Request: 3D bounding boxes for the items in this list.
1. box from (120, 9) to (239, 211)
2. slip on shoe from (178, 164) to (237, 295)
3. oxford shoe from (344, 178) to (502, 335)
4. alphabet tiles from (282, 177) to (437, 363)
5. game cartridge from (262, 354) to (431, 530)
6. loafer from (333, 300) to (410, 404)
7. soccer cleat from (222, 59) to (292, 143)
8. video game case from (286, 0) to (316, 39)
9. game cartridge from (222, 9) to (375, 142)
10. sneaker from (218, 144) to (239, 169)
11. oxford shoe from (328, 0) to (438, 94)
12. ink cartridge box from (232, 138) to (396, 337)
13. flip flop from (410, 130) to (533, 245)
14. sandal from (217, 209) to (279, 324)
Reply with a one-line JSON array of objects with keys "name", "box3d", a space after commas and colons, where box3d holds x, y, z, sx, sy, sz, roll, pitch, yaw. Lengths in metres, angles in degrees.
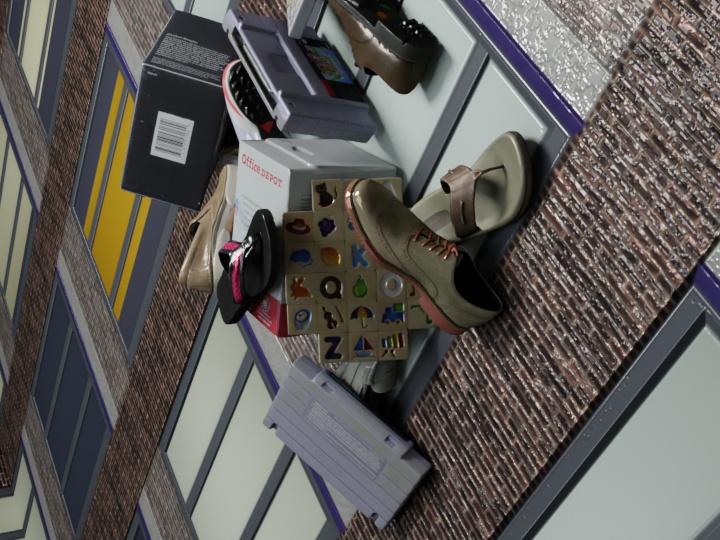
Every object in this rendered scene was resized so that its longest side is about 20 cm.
[{"name": "box", "box3d": [-0.246, -0.227, 1.450, 0.199, 0.123, 0.201, -82, 10, -56]}, {"name": "slip on shoe", "box3d": [-0.191, -0.057, 1.326, 0.076, 0.060, 0.201, 101, 173, -57]}, {"name": "oxford shoe", "box3d": [0.068, -0.023, 1.033, 0.200, 0.071, 0.075, 45, 143, -17]}, {"name": "alphabet tiles", "box3d": [0.000, 0.000, 1.127, 0.006, 0.166, 0.201, -153, 61, -82]}, {"name": "game cartridge", "box3d": [-0.018, 0.202, 1.219, 0.200, 0.038, 0.130, 40, 129, 12]}, {"name": "loafer", "box3d": [0.017, 0.109, 1.209, 0.070, 0.070, 0.200, 35, 130, 7]}, {"name": "soccer cleat", "box3d": [-0.123, -0.166, 1.290, 0.073, 0.068, 0.201, -152, 42, -70]}, {"name": "video game case", "box3d": [-0.061, -0.395, 1.241, 0.143, 0.018, 0.201, 119, 154, -43]}, {"name": "game cartridge", "box3d": [-0.071, -0.232, 1.220, 0.200, 0.129, 0.038, 60, 136, 34]}, {"name": "sneaker", "box3d": [-0.126, -0.117, 1.410, 0.200, 0.075, 0.088, 29, 133, 58]}, {"name": "oxford shoe", "box3d": [0.006, -0.267, 1.160, 0.200, 0.072, 0.085, 57, 140, 38]}, {"name": "ink cartridge box", "box3d": [-0.060, -0.046, 1.223, 0.145, 0.144, 0.201, 36, 125, 53]}, {"name": "flip flop", "box3d": [0.101, -0.072, 1.040, 0.200, 0.057, 0.081, -31, 68, 50]}, {"name": "sandal", "box3d": [-0.138, 0.003, 1.158, 0.200, 0.045, 0.075, -52, 48, 51]}]
